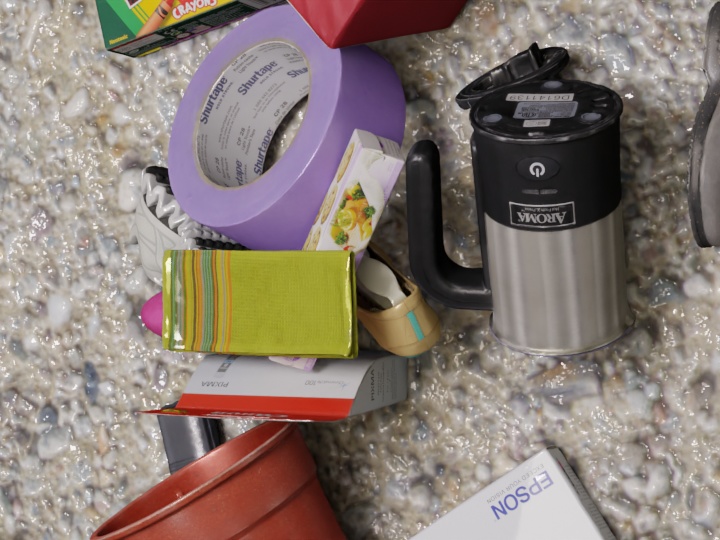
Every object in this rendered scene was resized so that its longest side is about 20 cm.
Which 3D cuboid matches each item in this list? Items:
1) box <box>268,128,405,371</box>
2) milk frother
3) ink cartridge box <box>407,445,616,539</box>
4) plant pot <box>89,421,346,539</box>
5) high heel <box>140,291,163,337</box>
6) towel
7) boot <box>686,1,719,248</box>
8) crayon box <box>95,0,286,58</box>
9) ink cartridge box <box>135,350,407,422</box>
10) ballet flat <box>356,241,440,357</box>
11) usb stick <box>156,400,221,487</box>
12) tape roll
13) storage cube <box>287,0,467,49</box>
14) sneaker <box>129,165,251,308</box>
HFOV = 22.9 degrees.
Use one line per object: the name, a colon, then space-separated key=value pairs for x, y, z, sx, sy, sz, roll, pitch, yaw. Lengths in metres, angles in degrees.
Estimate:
box: x=-0.022 y=-0.015 z=1.416 sx=0.039 sy=0.041 sz=0.200 roll=18 pitch=114 yaw=-16
milk frother: x=0.144 y=-0.065 z=1.425 sx=0.180 sy=0.200 sz=0.189 roll=10 pitch=122 yaw=29
ink cartridge box: x=0.131 y=0.279 z=1.457 sx=0.196 sy=0.043 sz=0.200 roll=-37 pitch=73 yaw=17
plant pot: x=-0.087 y=0.251 z=1.468 sx=0.200 sy=0.201 sz=0.196 roll=-30 pitch=93 yaw=19
high heel: x=-0.118 y=0.040 z=1.543 sx=0.199 sy=0.096 sz=0.068 roll=7 pitch=91 yaw=23
towel: x=-0.085 y=0.026 z=1.425 sx=0.200 sy=0.018 sz=0.086 roll=0 pitch=95 yaw=38
boot: x=0.327 y=-0.110 z=1.377 sx=0.131 sy=0.070 sz=0.201 roll=8 pitch=95 yaw=18
crayon box: x=-0.151 y=-0.305 z=1.592 sx=0.200 sy=0.058 sz=0.173 roll=-17 pitch=81 yaw=22
ink cartridge box: x=-0.069 y=0.092 z=1.464 sx=0.160 sy=0.200 sz=0.047 roll=1 pitch=91 yaw=23
ballet flat: x=0.000 y=0.000 z=1.475 sx=0.069 sy=0.063 sz=0.200 roll=-37 pitch=42 yaw=-15
usb stick: x=-0.137 y=0.211 z=1.580 sx=0.055 sy=0.033 sz=0.201 roll=-17 pitch=82 yaw=21
tape roll: x=-0.064 y=-0.115 z=1.489 sx=0.200 sy=0.085 sz=0.201 roll=-23 pitch=54 yaw=36
storage cube: x=0.019 y=-0.307 z=1.434 sx=0.171 sy=0.200 sz=0.180 roll=48 pitch=125 yaw=17
sneaker: x=-0.147 y=-0.011 z=1.551 sx=0.081 sy=0.075 sz=0.200 roll=-61 pitch=38 yaw=19
